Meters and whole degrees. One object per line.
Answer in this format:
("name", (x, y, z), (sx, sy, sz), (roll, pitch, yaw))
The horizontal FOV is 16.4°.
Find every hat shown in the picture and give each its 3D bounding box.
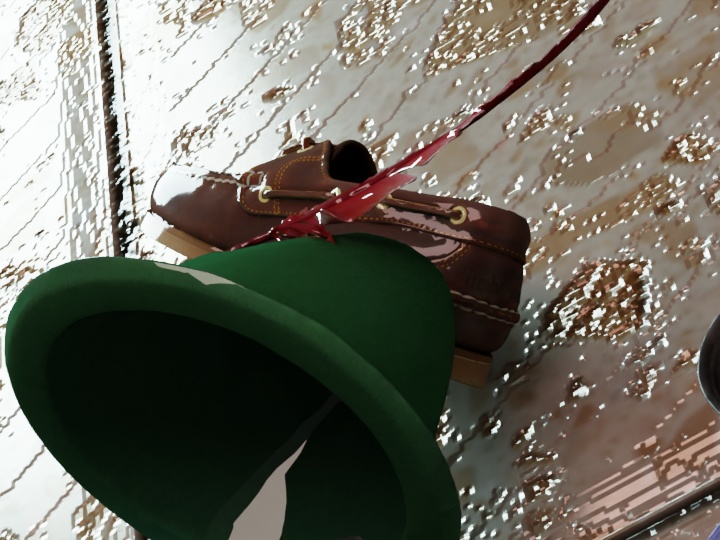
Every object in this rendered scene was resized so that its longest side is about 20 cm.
("hat", (0.000, 0.000, 0.882), (0.200, 0.166, 0.176), (3, 46, 34))

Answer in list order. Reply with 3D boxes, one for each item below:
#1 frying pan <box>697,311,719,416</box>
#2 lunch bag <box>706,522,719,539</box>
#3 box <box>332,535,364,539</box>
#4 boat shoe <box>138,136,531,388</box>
("frying pan", (0.185, -0.001, 0.815), (0.115, 0.031, 0.190), (4, 39, 43))
("lunch bag", (0.170, 0.113, 0.659), (0.160, 0.076, 0.200), (-48, 34, -17))
("box", (-0.073, 0.189, 0.818), (0.158, 0.051, 0.200), (-14, 42, 32))
("boat shoe", (-0.009, -0.016, 0.968), (0.200, 0.070, 0.070), (22, 96, 44))
